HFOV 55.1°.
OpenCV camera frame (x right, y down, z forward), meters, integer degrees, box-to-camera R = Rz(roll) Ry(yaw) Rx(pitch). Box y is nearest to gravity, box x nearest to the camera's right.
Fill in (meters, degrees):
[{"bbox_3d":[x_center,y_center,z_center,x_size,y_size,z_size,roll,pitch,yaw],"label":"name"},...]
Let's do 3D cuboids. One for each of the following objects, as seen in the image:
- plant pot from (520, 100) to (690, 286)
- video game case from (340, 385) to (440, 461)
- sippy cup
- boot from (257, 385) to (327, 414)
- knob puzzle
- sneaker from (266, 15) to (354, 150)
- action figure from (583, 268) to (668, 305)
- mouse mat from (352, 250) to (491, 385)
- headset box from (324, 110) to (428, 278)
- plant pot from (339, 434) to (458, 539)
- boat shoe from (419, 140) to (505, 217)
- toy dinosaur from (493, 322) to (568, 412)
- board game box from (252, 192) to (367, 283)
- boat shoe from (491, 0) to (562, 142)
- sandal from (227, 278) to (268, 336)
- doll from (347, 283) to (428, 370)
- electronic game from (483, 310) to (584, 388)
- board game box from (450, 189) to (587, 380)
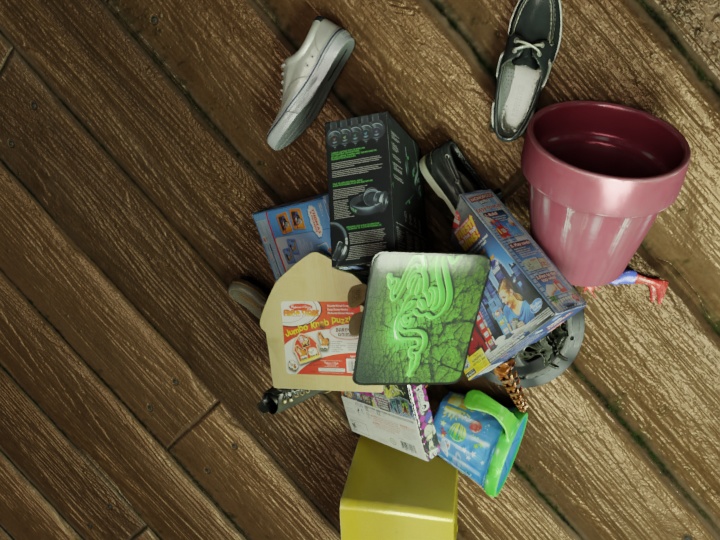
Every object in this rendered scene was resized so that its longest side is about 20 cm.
[{"bbox_3d":[0.295,-0.090,0.880,0.195,0.201,0.182,12,129,14],"label":"plant pot"},{"bbox_3d":[0.032,0.191,1.095,0.198,0.035,0.186,4,113,54],"label":"video game case"},{"bbox_3d":[0.178,0.259,1.079,0.128,0.139,0.182,21,106,22],"label":"sippy cup"},{"bbox_3d":[-0.071,0.166,1.068,0.078,0.136,0.201,57,143,16],"label":"boot"},{"bbox_3d":[-0.053,0.072,1.004,0.214,0.030,0.226,4,102,17],"label":"knob puzzle"},{"bbox_3d":[-0.086,-0.273,1.010,0.071,0.073,0.201,40,108,11],"label":"sneaker"},{"bbox_3d":[0.319,0.005,0.964,0.196,0.065,0.053,19,101,10],"label":"action figure"},{"bbox_3d":[0.076,0.067,0.883,0.156,0.008,0.204,1,119,-14],"label":"mouse mat"},{"bbox_3d":[0.025,-0.100,0.938,0.090,0.174,0.206,-6,83,19],"label":"headset box"},{"bbox_3d":[0.073,0.410,1.137,0.171,0.200,0.205,2,110,11],"label":"plant pot"},{"bbox_3d":[0.169,-0.100,0.975,0.066,0.074,0.201,-40,85,37],"label":"boat shoe"},{"bbox_3d":[0.222,0.093,0.986,0.133,0.102,0.204,-5,119,33],"label":"toy dinosaur"},{"bbox_3d":[-0.079,-0.031,1.057,0.198,0.036,0.155,-4,108,52],"label":"board game box"},{"bbox_3d":[0.217,-0.268,0.902,0.074,0.060,0.205,11,113,15],"label":"boat shoe"},{"bbox_3d":[-0.146,0.085,1.147,0.198,0.055,0.082,33,148,6],"label":"sandal"},{"bbox_3d":[0.069,0.071,0.960,0.197,0.140,0.048,22,143,-38],"label":"doll"},{"bbox_3d":[0.234,0.078,1.034,0.195,0.042,0.206,4,103,17],"label":"electronic game"},{"bbox_3d":[0.169,0.009,0.913,0.200,0.060,0.203,-50,58,50],"label":"board game box"}]
